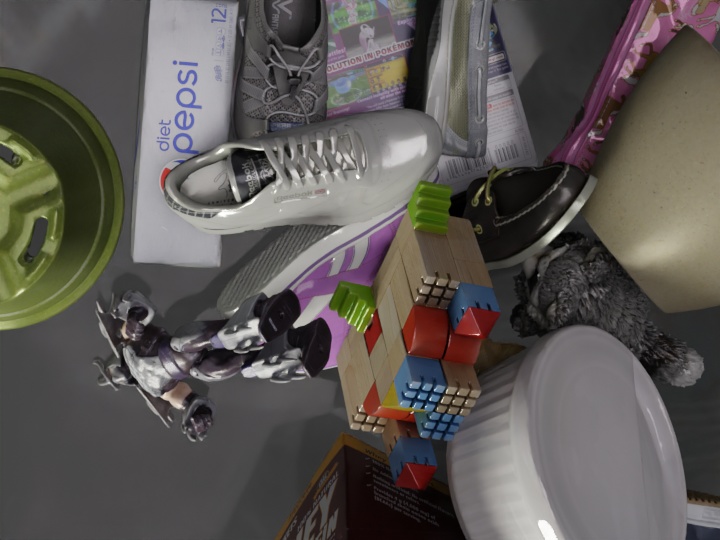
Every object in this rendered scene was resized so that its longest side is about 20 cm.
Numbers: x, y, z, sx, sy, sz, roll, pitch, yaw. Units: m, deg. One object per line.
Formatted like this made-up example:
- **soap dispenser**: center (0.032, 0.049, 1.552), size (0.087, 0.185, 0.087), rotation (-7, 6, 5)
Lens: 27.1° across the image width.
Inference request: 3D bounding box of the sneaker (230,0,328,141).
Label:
- **sneaker**: center (-0.059, -0.149, 1.104), size (0.074, 0.082, 0.201), rotation (-4, 96, -8)

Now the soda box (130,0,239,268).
- **soda box**: center (-0.134, -0.105, 1.127), size (0.068, 0.063, 0.201), rotation (3, 95, -11)

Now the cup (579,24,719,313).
- **cup**: center (0.243, -0.053, 1.074), size (0.143, 0.200, 0.200), rotation (-41, 101, 12)

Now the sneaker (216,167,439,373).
- **sneaker**: center (0.000, 0.000, 1.146), size (0.200, 0.073, 0.114), rotation (-37, 116, 16)

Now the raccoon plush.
- **raccoon plush**: center (0.206, 0.030, 1.160), size (0.199, 0.134, 0.097), rotation (18, 91, -10)

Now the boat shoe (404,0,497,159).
- **boat shoe**: center (0.080, -0.186, 1.130), size (0.064, 0.074, 0.203), rotation (6, 99, -15)

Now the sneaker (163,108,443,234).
- **sneaker**: center (-0.039, -0.070, 1.049), size (0.199, 0.081, 0.077), rotation (-16, 79, 5)

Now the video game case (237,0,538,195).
- **video game case**: center (0.022, -0.138, 1.171), size (0.199, 0.023, 0.183), rotation (-18, 98, -6)

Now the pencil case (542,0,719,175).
- **pencil case**: center (0.217, -0.148, 1.172), size (0.086, 0.083, 0.201), rotation (23, 92, -5)

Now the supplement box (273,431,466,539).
- **supplement box**: center (0.039, 0.257, 1.108), size (0.197, 0.200, 0.133), rotation (28, 107, -11)

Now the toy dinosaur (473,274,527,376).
- **toy dinosaur**: center (0.091, 0.086, 1.182), size (0.101, 0.058, 0.200), rotation (-31, 123, -5)

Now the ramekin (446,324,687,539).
- **ramekin**: center (0.146, 0.147, 1.082), size (0.094, 0.202, 0.203), rotation (-21, 102, 38)

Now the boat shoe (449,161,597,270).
- **boat shoe**: center (0.100, -0.041, 1.108), size (0.061, 0.201, 0.072), rotation (43, 62, -8)

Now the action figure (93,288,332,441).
- **action figure**: center (-0.124, 0.062, 1.108), size (0.199, 0.070, 0.130), rotation (-14, 126, 32)

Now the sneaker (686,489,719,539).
- **sneaker**: center (0.208, 0.226, 1.214), size (0.199, 0.070, 0.109), rotation (10, 92, -13)

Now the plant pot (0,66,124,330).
- **plant pot**: center (-0.266, -0.045, 1.047), size (0.199, 0.190, 0.201), rotation (-1, 96, -8)

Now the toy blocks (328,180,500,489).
- **toy blocks**: center (0.041, 0.059, 1.060), size (0.099, 0.137, 0.201), rotation (11, 127, -20)
